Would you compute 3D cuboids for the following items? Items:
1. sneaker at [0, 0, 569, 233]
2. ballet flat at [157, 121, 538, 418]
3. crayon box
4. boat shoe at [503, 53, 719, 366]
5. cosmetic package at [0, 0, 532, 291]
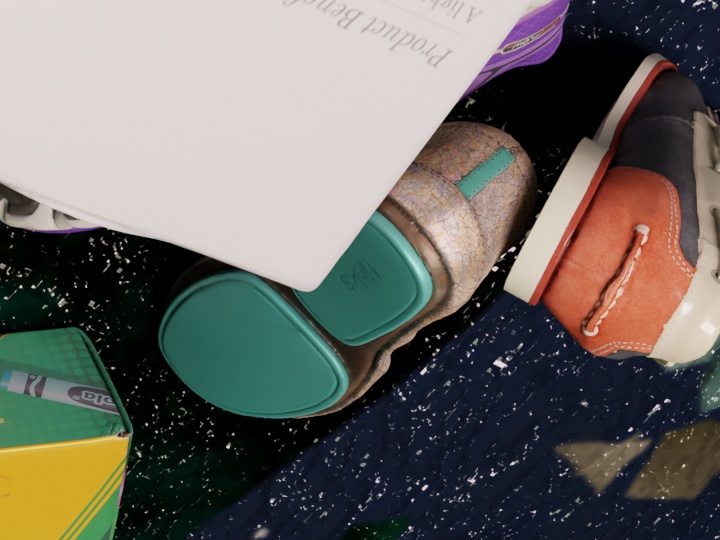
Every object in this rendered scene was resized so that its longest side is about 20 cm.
[{"bbox_3d":[-0.021,-0.052,0.894,0.200,0.081,0.083,-20,148,-6],"label":"sneaker"},{"bbox_3d":[0.000,0.000,0.913,0.067,0.200,0.068,-42,99,-27],"label":"ballet flat"},{"bbox_3d":[-0.183,0.088,0.941,0.200,0.058,0.119,-5,131,-24],"label":"crayon box"},{"bbox_3d":[0.094,-0.018,0.913,0.063,0.200,0.071,26,107,5],"label":"boat shoe"},{"bbox_3d":[-0.045,-0.134,0.739,0.165,0.165,0.200,21,116,-39],"label":"cosmetic package"}]
